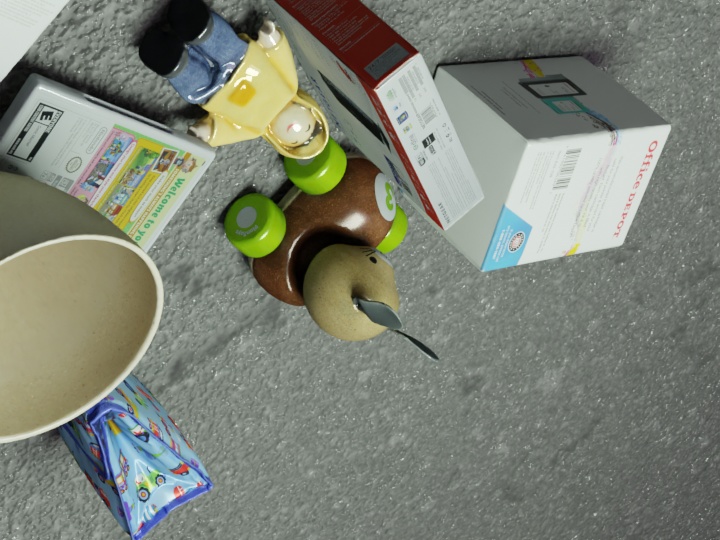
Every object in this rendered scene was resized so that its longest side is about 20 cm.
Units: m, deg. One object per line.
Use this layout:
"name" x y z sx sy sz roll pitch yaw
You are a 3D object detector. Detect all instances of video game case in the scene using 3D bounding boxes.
"video game case" -0.242 -0.051 1.244 0.181 0.022 0.201 19 117 -43

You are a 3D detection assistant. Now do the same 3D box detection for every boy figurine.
"boy figurine" -0.101 -0.149 1.283 0.125 0.064 0.200 -49 139 4

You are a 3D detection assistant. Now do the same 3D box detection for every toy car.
"toy car" 0.000 0.000 1.402 0.158 0.200 0.164 -45 143 2

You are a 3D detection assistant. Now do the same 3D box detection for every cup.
"cup" -0.268 0.007 1.146 0.199 0.144 0.201 -26 145 -20

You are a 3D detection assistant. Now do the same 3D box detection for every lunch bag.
"lunch bag" -0.228 0.118 1.339 0.094 0.151 0.201 -35 142 -12

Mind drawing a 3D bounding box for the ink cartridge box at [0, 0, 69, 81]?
"ink cartridge box" -0.241 -0.228 1.054 0.200 0.051 0.109 -44 146 20

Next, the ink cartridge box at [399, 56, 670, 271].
"ink cartridge box" 0.172 -0.110 1.504 0.198 0.146 0.148 -9 130 -37

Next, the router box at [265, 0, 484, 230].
"router box" 0.011 -0.150 1.289 0.049 0.180 0.200 -39 142 -6
